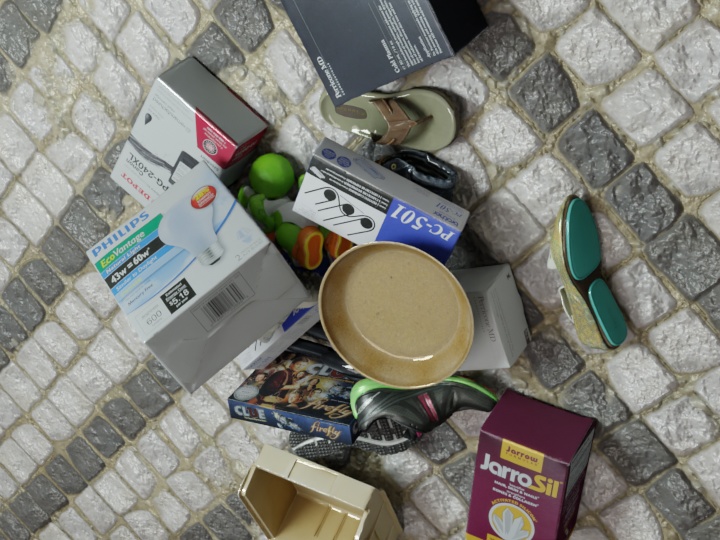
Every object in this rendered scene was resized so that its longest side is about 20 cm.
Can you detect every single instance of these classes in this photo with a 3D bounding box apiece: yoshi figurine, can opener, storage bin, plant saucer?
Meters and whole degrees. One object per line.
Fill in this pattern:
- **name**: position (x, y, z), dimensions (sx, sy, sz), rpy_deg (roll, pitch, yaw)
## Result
- **yoshi figurine**: position (-0.093, -0.088, 1.652), dimensions (0.199, 0.112, 0.112), rpy_deg (35, 172, 44)
- **can opener**: position (-0.049, 0.101, 1.783), dimensions (0.198, 0.064, 0.078), rpy_deg (22, 172, 35)
- **storage bin**: position (-0.055, 0.357, 1.869), dimensions (0.197, 0.095, 0.199), rpy_deg (18, 154, 23)
- **plant saucer**: position (0.046, 0.049, 1.549), dimensions (0.197, 0.036, 0.203), rpy_deg (9, 120, 16)

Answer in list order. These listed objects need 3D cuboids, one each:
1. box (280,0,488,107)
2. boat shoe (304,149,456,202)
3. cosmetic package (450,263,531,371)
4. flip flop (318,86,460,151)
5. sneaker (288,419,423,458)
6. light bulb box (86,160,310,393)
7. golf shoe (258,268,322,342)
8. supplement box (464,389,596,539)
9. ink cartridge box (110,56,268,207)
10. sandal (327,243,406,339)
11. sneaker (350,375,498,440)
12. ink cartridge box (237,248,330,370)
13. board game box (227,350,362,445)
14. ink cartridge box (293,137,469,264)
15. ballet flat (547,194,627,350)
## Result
- **box**: position (0.015, -0.320, 1.454), dimensions (0.180, 0.104, 0.202), rpy_deg (-17, 108, 37)
- **boat shoe**: position (0.027, -0.116, 1.599), dimensions (0.197, 0.071, 0.092), rpy_deg (20, 126, 12)
- **cosmetic package**: position (0.109, 0.065, 1.645), dimensions (0.198, 0.081, 0.114), rpy_deg (-8, 111, 37)
- **flip flop**: position (0.030, -0.185, 1.557), dimensions (0.197, 0.058, 0.082), rpy_deg (13, 124, 25)
- **sneaker**: position (-0.003, 0.215, 1.821), dimensions (0.197, 0.080, 0.075), rpy_deg (-3, 115, 14)
- **light bulb box**: position (-0.204, 0.005, 1.593), dimensions (0.200, 0.197, 0.125), rpy_deg (46, 173, 42)
- **golf shoe**: position (-0.111, 0.048, 1.691), dimensions (0.199, 0.077, 0.099), rpy_deg (5, 100, 54)
- **supplement box**: position (0.223, 0.281, 1.690), dimensions (0.129, 0.103, 0.203), rpy_deg (18, 125, 22)
- **ink cartridge box**: position (-0.234, -0.160, 1.723), dimensions (0.145, 0.083, 0.201), rpy_deg (40, 131, 5)
- **sandal**: position (-0.005, 0.005, 1.636), dimensions (0.082, 0.050, 0.204), rpy_deg (-44, 56, 19)
- **sneaker**: position (0.086, 0.183, 1.697), dimensions (0.196, 0.077, 0.085), rpy_deg (-3, 80, 4)
- **ink cartridge box**: position (-0.110, 0.049, 1.766), dimensions (0.200, 0.044, 0.095), rpy_deg (-41, 61, 37)
- **board game box**: position (-0.068, 0.174, 1.788), dimensions (0.197, 0.136, 0.035), rpy_deg (8, 122, 27)
- **ink cartridge box**: position (0.024, -0.072, 1.543), dimensions (0.198, 0.044, 0.095), rpy_deg (27, 133, 3)
- **ballet flat**: position (0.260, 0.006, 1.528), dimensions (0.070, 0.071, 0.202), rpy_deg (-9, 112, 36)
